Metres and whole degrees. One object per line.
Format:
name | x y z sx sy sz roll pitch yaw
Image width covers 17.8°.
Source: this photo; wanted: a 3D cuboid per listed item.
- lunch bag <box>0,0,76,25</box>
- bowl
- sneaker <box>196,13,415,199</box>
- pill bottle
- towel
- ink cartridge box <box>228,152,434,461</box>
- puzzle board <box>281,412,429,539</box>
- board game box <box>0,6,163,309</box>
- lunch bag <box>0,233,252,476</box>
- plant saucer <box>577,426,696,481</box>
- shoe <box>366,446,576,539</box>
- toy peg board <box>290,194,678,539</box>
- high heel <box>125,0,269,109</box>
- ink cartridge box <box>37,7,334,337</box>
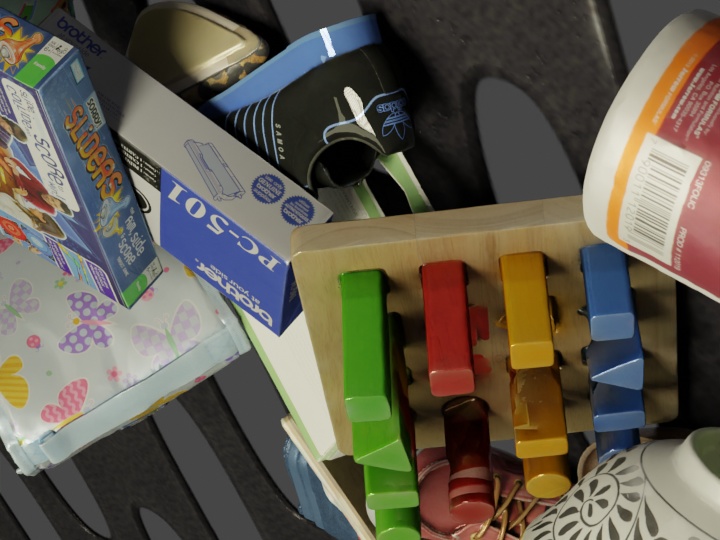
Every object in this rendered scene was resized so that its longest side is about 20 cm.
lunch bag | -0.247 -0.150 1.365 0.077 0.161 0.201 31 153 18
bowl | 0.192 0.145 1.199 0.200 0.200 0.095 31 113 19
sneaker | -0.038 -0.071 1.275 0.200 0.070 0.078 -30 80 58
pill bottle | 0.208 -0.023 1.000 0.199 0.114 0.115 29 153 21
towel | 0.037 0.179 1.645 0.199 0.049 0.112 28 153 26
ink cartridge box | 0.000 0.000 1.340 0.200 0.048 0.146 -49 63 44
puzzle board | 0.032 0.157 1.464 0.017 0.151 0.201 -34 90 23
board game box | -0.190 -0.074 1.280 0.135 0.035 0.201 29 155 26
lunch bag | -0.170 0.038 1.476 0.128 0.169 0.200 61 175 -36
plant saucer | 0.222 0.156 1.366 0.200 0.037 0.201 32 154 18
shoe | 0.086 0.145 1.426 0.090 0.072 0.200 19 -179 30
toy peg board | 0.074 0.064 1.228 0.197 0.098 0.201 -6 144 5
high heel | -0.091 -0.097 1.382 0.199 0.072 0.142 -8 150 43
ink cartridge box | -0.107 -0.055 1.285 0.199 0.044 0.094 37 155 12
